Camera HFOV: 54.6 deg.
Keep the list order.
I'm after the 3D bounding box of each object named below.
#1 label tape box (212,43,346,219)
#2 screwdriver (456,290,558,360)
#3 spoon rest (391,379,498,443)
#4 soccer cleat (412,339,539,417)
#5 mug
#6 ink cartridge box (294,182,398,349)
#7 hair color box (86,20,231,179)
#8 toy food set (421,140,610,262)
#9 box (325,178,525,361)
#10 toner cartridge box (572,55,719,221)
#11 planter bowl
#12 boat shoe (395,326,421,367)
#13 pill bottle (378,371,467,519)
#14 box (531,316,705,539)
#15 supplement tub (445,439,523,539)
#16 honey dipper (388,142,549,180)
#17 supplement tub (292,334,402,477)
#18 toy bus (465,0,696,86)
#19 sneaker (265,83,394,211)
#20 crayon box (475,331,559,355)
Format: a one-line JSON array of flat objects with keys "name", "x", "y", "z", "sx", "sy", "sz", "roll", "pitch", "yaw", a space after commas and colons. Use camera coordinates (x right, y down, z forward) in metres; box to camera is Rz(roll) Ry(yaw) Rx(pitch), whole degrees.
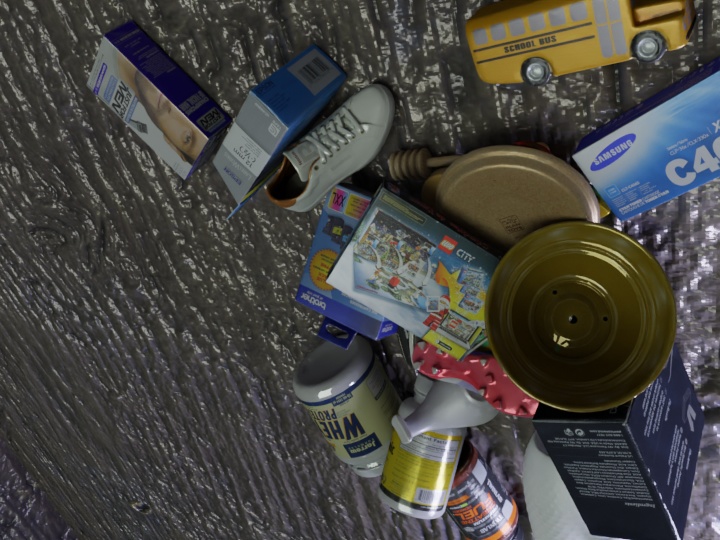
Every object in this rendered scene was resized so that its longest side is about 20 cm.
[{"name": "label tape box", "x": -0.116, "y": -0.173, "z": 0.886, "sx": 0.066, "sy": 0.144, "sz": 0.200, "roll": 42, "pitch": 138, "yaw": -6}, {"name": "screwdriver", "x": 0.201, "y": 0.056, "z": 0.862, "sx": 0.029, "sy": 0.200, "sz": 0.028, "roll": 51, "pitch": -173, "yaw": 29}, {"name": "spoon rest", "x": 0.123, "y": 0.190, "z": 0.997, "sx": 0.100, "sy": 0.198, "sz": 0.061, "roll": 60, "pitch": 148, "yaw": 15}, {"name": "soccer cleat", "x": 0.162, "y": 0.138, "z": 0.940, "sx": 0.197, "sy": 0.076, "sz": 0.068, "roll": 17, "pitch": 96, "yaw": 28}, {"name": "mug", "x": 0.311, "y": 0.317, "z": 0.978, "sx": 0.145, "sy": 0.200, "sz": 0.178, "roll": -20, "pitch": 115, "yaw": -5}, {"name": "ink cartridge box", "x": 0.000, "y": 0.000, "z": 0.928, "sx": 0.135, "sy": 0.076, "sz": 0.203, "roll": 22, "pitch": 103, "yaw": 23}, {"name": "hair color box", "x": -0.293, "y": -0.244, "z": 1.012, "sx": 0.200, "sy": 0.065, "sz": 0.109, "roll": 43, "pitch": 138, "yaw": -6}, {"name": "toy food set", "x": 0.181, "y": -0.069, "z": 0.816, "sx": 0.197, "sy": 0.049, "sz": 0.199, "roll": 37, "pitch": 141, "yaw": -16}, {"name": "box", "x": 0.076, "y": 0.003, "z": 0.835, "sx": 0.198, "sy": 0.038, "sz": 0.138, "roll": 31, "pitch": 111, "yaw": -8}, {"name": "toner cartridge box", "x": 0.320, "y": -0.132, "z": 0.688, "sx": 0.095, "sy": 0.043, "sz": 0.199, "roll": 49, "pitch": 137, "yaw": -9}, {"name": "planter bowl", "x": 0.240, "y": 0.052, "z": 0.780, "sx": 0.198, "sy": 0.203, "sz": 0.083, "roll": 24, "pitch": 179, "yaw": 16}, {"name": "boat shoe", "x": 0.064, "y": 0.053, "z": 1.007, "sx": 0.059, "sy": 0.074, "sz": 0.203, "roll": 9, "pitch": 127, "yaw": 28}, {"name": "pill bottle", "x": 0.102, "y": 0.264, "z": 1.076, "sx": 0.110, "sy": 0.111, "sz": 0.203, "roll": 17, "pitch": 94, "yaw": 22}, {"name": "box", "x": 0.319, "y": 0.181, "z": 0.844, "sx": 0.116, "sy": 0.197, "sz": 0.202, "roll": -11, "pitch": 119, "yaw": 41}, {"name": "supplement tub", "x": 0.197, "y": 0.390, "z": 1.181, "sx": 0.106, "sy": 0.107, "sz": 0.201, "roll": -21, "pitch": 112, "yaw": 44}, {"name": "honey dipper", "x": 0.128, "y": -0.132, "z": 0.834, "sx": 0.197, "sy": 0.038, "sz": 0.038, "roll": 1, "pitch": 126, "yaw": 31}, {"name": "supplement tub", "x": -0.008, "y": 0.224, "z": 1.151, "sx": 0.143, "sy": 0.145, "sz": 0.202, "roll": -10, "pitch": 120, "yaw": 40}, {"name": "toy bus", "x": 0.206, "y": -0.233, "z": 0.666, "sx": 0.197, "sy": 0.065, "sz": 0.079, "roll": -3, "pitch": 123, "yaw": 37}, {"name": "sneaker", "x": -0.039, "y": -0.146, "z": 0.852, "sx": 0.200, "sy": 0.084, "sz": 0.073, "roll": -47, "pitch": 72, "yaw": 21}, {"name": "crayon box", "x": 0.193, "y": 0.099, "z": 0.947, "sx": 0.200, "sy": 0.052, "sz": 0.125, "roll": 46, "pitch": 156, "yaw": -8}]
